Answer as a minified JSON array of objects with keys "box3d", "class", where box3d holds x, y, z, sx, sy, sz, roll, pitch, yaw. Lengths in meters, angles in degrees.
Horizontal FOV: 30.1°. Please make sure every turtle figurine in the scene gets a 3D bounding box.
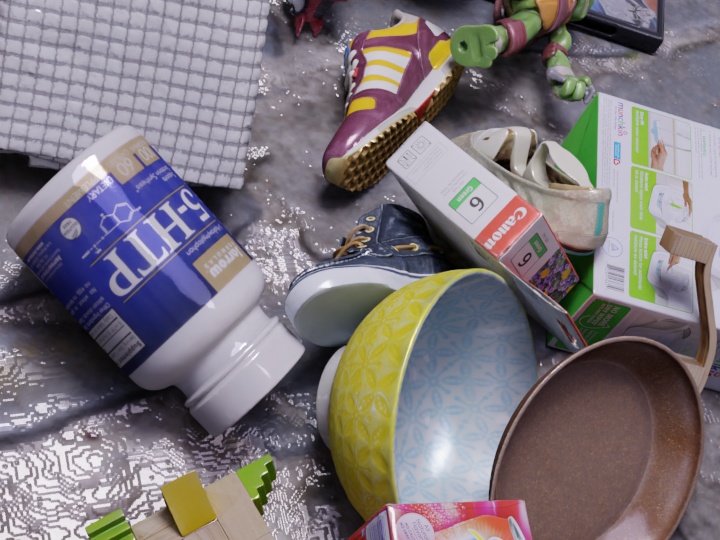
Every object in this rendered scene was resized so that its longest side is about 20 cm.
[{"box3d":[0.176,-0.222,1.125,0.193,0.145,0.200,-13,51,-44],"class":"turtle figurine"}]

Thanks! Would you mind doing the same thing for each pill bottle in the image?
[{"box3d":[-0.136,0.011,0.929,0.200,0.120,0.120,47,56,-4],"class":"pill bottle"}]

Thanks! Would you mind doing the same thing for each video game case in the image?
[{"box3d":[0.212,-0.319,1.307,0.179,0.026,0.202,16,57,-10],"class":"video game case"}]

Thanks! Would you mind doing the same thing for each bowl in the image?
[{"box3d":[0.034,0.096,0.941,0.107,0.201,0.201,4,46,35],"class":"bowl"}]

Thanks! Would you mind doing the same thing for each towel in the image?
[{"box3d":[-0.174,-0.154,0.995,0.197,0.168,0.086,7,20,-12],"class":"towel"}]

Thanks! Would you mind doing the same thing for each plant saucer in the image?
[{"box3d":[0.163,0.140,0.961,0.198,0.037,0.203,-9,108,-30],"class":"plant saucer"}]

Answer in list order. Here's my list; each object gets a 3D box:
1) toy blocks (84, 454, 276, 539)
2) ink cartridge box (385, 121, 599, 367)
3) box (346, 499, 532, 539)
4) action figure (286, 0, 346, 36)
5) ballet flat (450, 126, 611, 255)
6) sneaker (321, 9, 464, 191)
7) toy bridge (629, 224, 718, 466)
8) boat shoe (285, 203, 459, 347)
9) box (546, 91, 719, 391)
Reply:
[{"box3d":[-0.109,0.221,0.817,0.198,0.100,0.137,-26,55,-16],"class":"toy blocks"},{"box3d":[0.112,-0.019,0.998,0.050,0.109,0.200,-45,55,-3],"class":"ink cartridge box"},{"box3d":[0.028,0.221,0.822,0.094,0.200,0.101,3,60,-22],"class":"box"},{"box3d":[-0.020,-0.292,1.120,0.147,0.202,0.134,8,27,4],"class":"action figure"},{"box3d":[0.136,-0.081,1.066,0.067,0.063,0.200,-7,31,-31],"class":"ballet flat"},{"box3d":[0.009,-0.144,1.112,0.090,0.075,0.200,35,49,10],"class":"sneaker"},{"box3d":[0.229,0.071,1.012,0.066,0.202,0.027,15,12,-12],"class":"toy bridge"},{"box3d":[0.000,0.000,0.996,0.199,0.071,0.091,3,47,-53],"class":"boat shoe"},{"box3d":[0.255,-0.024,1.107,0.174,0.097,0.202,14,57,-12],"class":"box"}]
